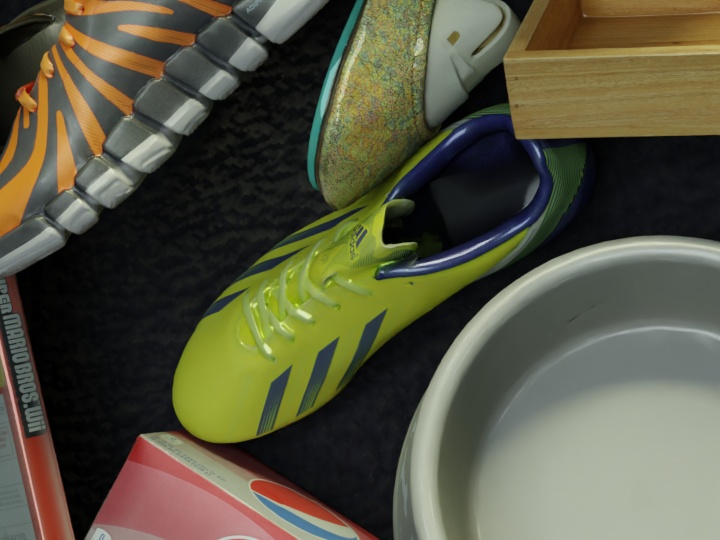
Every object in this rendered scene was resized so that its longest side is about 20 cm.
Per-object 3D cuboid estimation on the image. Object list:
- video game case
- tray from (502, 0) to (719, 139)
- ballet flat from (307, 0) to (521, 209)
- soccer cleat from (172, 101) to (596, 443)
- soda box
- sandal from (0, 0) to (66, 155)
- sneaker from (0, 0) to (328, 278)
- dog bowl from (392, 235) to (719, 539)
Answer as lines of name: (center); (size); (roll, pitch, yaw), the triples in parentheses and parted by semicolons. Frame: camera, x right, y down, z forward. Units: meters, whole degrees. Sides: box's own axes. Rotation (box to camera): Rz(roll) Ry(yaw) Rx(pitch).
video game case: (-0.177, 0.038, 0.917); (0.143, 0.017, 0.200); (-16, 87, 50)
tray: (0.160, -0.084, 0.798); (0.200, 0.099, 0.037); (1, 121, 19)
ballet flat: (0.036, -0.115, 0.841); (0.071, 0.071, 0.200); (12, 76, 19)
soccer cleat: (0.000, -0.001, 0.861); (0.200, 0.084, 0.065); (-35, 79, 15)
soda box: (-0.009, 0.138, 0.872); (0.200, 0.070, 0.063); (31, 98, 17)
sandal: (-0.138, -0.066, 0.923); (0.200, 0.054, 0.080); (-38, 77, 22)
sneaker: (-0.100, -0.094, 0.825); (0.200, 0.078, 0.112); (-44, 102, 8)
dog bowl: (0.107, 0.078, 0.801); (0.200, 0.059, 0.200); (-3, 71, 7)
